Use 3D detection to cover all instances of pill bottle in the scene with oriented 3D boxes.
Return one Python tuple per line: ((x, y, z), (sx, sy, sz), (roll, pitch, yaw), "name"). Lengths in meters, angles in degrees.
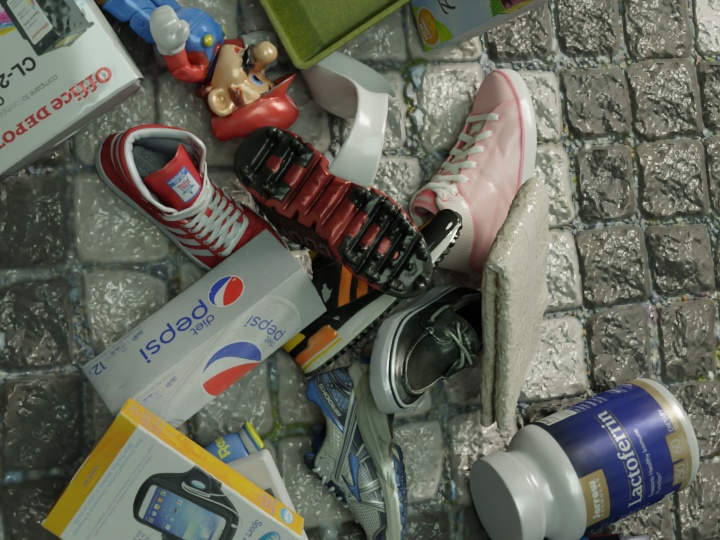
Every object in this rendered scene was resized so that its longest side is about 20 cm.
((0.210, 0.188, 1.182), (0.198, 0.116, 0.117), (-20, 94, -20), "pill bottle")

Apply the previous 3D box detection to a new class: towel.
((0.140, 0.035, 1.125), (0.133, 0.034, 0.202), (-60, 154, -46), "towel")

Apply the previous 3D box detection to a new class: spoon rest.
((-0.006, -0.149, 1.090), (0.098, 0.201, 0.061), (20, 120, -19), "spoon rest")

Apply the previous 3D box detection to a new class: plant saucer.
((-0.008, -0.299, 1.102), (0.199, 0.048, 0.201), (-31, 72, 8), "plant saucer")

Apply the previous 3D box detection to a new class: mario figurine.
((-0.125, -0.202, 1.076), (0.200, 0.106, 0.124), (42, 62, -9), "mario figurine")

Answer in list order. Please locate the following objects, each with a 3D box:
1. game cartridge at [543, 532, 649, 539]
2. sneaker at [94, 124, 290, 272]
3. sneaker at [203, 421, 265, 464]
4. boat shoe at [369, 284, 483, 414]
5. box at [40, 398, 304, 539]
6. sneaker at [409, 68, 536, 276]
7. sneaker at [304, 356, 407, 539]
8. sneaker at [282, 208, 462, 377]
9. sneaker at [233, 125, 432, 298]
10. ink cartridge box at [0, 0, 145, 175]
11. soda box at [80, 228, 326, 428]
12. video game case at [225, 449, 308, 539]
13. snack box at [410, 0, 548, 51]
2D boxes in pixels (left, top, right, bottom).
((0.208, 0.316, 1.183), (0.198, 0.038, 0.131), (0, 57, -23), "game cartridge")
((-0.133, -0.053, 1.063), (0.199, 0.112, 0.072), (35, 76, -16), "sneaker")
((-0.094, 0.236, 1.088), (0.081, 0.074, 0.202), (-21, 94, -12), "sneaker")
((0.071, 0.059, 1.105), (0.200, 0.070, 0.073), (-47, 125, -54), "boat shoe")
((-0.140, 0.208, 1.003), (0.199, 0.042, 0.119), (36, 102, -8), "box")
((0.103, -0.094, 1.176), (0.104, 0.075, 0.203), (3, 90, -26), "sneaker")
((-0.005, 0.175, 1.129), (0.084, 0.077, 0.202), (-8, 104, 7), "sneaker")
((0.000, 0.000, 1.114), (0.200, 0.070, 0.090), (-43, 87, 3), "sneaker")
((-0.020, -0.044, 1.076), (0.200, 0.098, 0.071), (37, 80, 9), "sneaker")
((-0.288, -0.197, 1.009), (0.145, 0.083, 0.201), (-34, 99, -2), "ink cartridge box")
((-0.130, 0.058, 1.056), (0.199, 0.068, 0.064), (-38, 137, -10), "soda box")
((-0.121, 0.271, 1.046), (0.180, 0.023, 0.202), (-21, 102, 7), "video game case")
((0.103, -0.306, 1.120), (0.067, 0.200, 0.170), (-20, 93, -24), "snack box")
